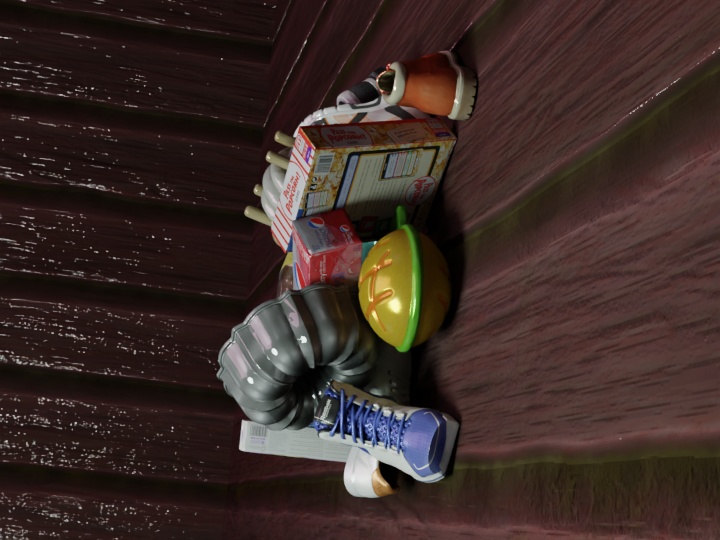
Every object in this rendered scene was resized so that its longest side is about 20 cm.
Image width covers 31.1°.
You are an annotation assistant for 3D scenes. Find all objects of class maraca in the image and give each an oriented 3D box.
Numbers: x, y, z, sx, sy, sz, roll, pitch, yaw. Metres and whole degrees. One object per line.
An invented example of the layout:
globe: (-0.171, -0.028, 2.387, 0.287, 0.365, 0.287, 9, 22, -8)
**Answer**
maraca: (0.049, 0.009, 1.495, 0.201, 0.105, 0.139, -102, 21, -60)

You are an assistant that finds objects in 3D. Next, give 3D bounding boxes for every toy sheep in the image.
toy sheep: (-0.066, -0.105, 1.654, 0.139, 0.136, 0.201, -94, 23, -45)

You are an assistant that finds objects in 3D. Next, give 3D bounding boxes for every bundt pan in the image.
bundt pan: (-0.063, 0.113, 1.509, 0.076, 0.199, 0.204, 60, 147, 38)

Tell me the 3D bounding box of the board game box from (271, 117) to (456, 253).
board game box: (0.004, -0.102, 1.542, 0.046, 0.197, 0.153, 54, 138, 38)

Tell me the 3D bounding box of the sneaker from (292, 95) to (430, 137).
sneaker: (0.001, -0.174, 1.686, 0.074, 0.197, 0.081, 38, -139, -60)

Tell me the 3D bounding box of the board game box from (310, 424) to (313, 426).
board game box: (-0.059, 0.101, 1.867, 0.196, 0.055, 0.203, -122, 39, -70)

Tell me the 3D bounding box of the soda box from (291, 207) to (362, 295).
soda box: (-0.041, 0.024, 1.546, 0.202, 0.069, 0.064, 92, 158, -46)

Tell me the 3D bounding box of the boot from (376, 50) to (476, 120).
boot: (0.067, -0.230, 1.560, 0.200, 0.105, 0.076, -121, 38, -75)

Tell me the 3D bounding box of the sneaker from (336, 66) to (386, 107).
sneaker: (0.023, -0.217, 1.824, 0.073, 0.111, 0.200, 52, 166, 10)

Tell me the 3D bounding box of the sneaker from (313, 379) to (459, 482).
sneaker: (0.013, 0.176, 1.439, 0.199, 0.114, 0.082, 12, 86, 60)

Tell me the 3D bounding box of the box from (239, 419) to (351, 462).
box: (-0.057, 0.221, 1.660, 0.039, 0.197, 0.042, 167, 109, -75)

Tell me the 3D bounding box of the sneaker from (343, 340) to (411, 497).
sneaker: (0.045, 0.178, 1.571, 0.084, 0.072, 0.203, -4, 67, 43)

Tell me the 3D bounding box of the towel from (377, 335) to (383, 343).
towel: (0.015, 0.103, 1.635, 0.086, 0.018, 0.203, 36, -104, -79)

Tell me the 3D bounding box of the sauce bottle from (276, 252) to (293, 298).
sauce bottle: (-0.077, 0.003, 1.748, 0.066, 0.065, 0.202, 123, 172, -66)

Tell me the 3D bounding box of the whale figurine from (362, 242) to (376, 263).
whale figurine: (0.000, 0.000, 1.683, 0.201, 0.102, 0.161, -71, -4, -56)
